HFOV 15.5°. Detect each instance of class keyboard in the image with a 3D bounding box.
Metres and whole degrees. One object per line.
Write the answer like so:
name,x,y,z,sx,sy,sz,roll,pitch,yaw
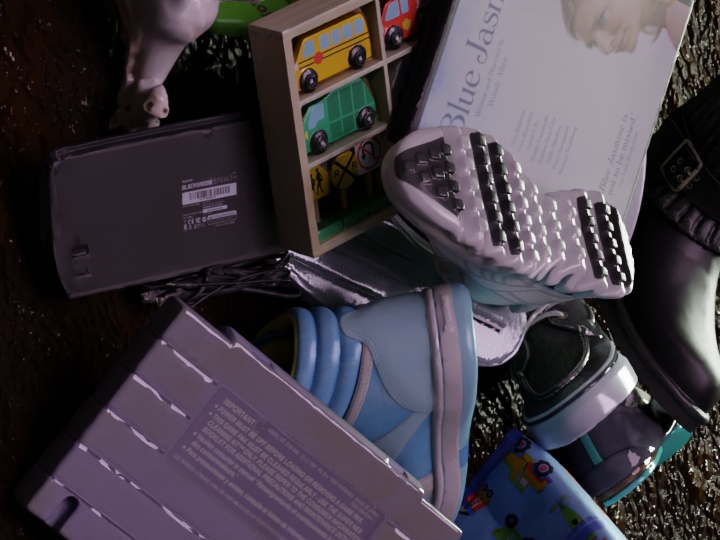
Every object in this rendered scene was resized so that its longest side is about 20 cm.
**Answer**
keyboard,-0.088,-0.029,1.354,0.200,0.040,0.104,-12,108,-40

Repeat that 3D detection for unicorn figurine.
unicorn figurine,-0.103,-0.153,1.319,0.074,0.137,0.201,-17,83,-42

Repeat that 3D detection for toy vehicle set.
toy vehicle set,0.028,-0.102,1.397,0.200,0.026,0.125,-29,122,-38

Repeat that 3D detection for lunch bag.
lunch bag,0.145,0.196,1.560,0.151,0.094,0.200,51,11,33

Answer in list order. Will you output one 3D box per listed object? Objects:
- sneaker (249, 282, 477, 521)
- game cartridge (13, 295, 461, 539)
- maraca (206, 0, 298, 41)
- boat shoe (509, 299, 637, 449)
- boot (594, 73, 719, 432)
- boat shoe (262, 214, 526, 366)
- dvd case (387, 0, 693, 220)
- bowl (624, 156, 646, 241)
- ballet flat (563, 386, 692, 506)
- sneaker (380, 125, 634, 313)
sneaker,-0.007,0.079,1.440,0.200,0.130,0.080,93,-9,-50
game cartridge,-0.057,0.117,1.304,0.200,0.038,0.130,41,81,-25
maraca,-0.005,-0.158,1.452,0.200,0.137,0.107,-34,152,-42
boat shoe,0.113,0.050,1.573,0.071,0.072,0.200,53,5,-9
boot,0.221,-0.020,1.642,0.079,0.158,0.212,32,34,-51
boat shoe,0.000,0.000,1.468,0.200,0.067,0.074,35,77,-29
dvd case,0.102,-0.112,1.438,0.200,0.018,0.143,19,89,-48
bowl,0.085,-0.082,1.572,0.201,0.090,0.202,4,85,-55
ballet flat,0.163,0.099,1.656,0.200,0.073,0.073,-11,92,-75
sneaker,0.065,-0.018,1.397,0.200,0.081,0.075,26,52,-50
